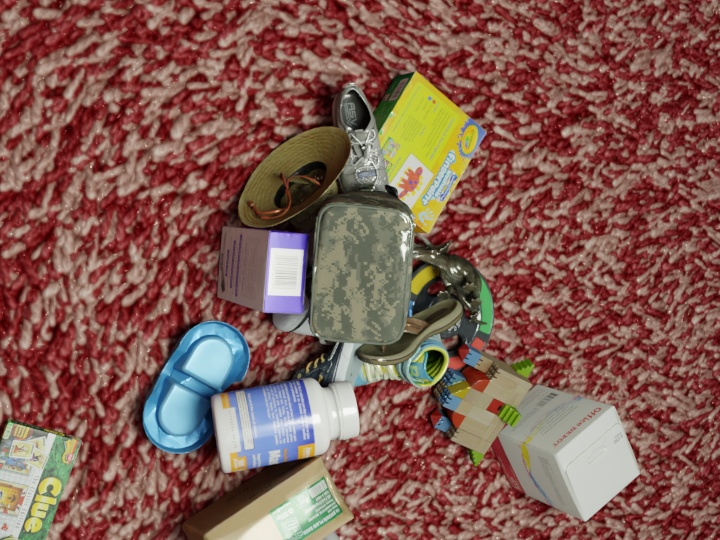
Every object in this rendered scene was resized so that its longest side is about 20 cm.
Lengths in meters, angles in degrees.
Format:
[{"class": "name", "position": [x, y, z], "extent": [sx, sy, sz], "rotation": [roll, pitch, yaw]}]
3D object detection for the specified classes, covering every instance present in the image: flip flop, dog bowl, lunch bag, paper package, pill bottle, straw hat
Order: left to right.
[{"class": "dog bowl", "position": [-0.245, 0.167, 1.268], "extent": [0.111, 0.050, 0.201], "rotation": [33, 78, -25]}, {"class": "paper package", "position": [-0.138, 0.363, 1.252], "extent": [0.199, 0.191, 0.104], "rotation": [-29, 91, -23]}, {"class": "pill bottle", "position": [-0.107, 0.214, 1.229], "extent": [0.199, 0.112, 0.113], "rotation": [-8, 97, -12]}, {"class": "straw hat", "position": [-0.079, -0.111, 1.273], "extent": [0.201, 0.201, 0.085], "rotation": [-50, 128, -16]}, {"class": "lunch bag", "position": [0.004, -0.013, 1.197], "extent": [0.138, 0.168, 0.201], "rotation": [3, 102, -1]}, {"class": "flip flop", "position": [0.074, 0.084, 1.314], "extent": [0.199, 0.081, 0.058], "rotation": [-29, 117, -27]}]

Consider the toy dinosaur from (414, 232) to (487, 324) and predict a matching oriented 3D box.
[{"class": "toy dinosaur", "position": [0.169, 0.016, 1.416], "extent": [0.200, 0.077, 0.103], "rotation": [37, 37, -32]}]

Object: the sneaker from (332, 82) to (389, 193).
[{"class": "sneaker", "position": [-0.005, -0.181, 1.282], "extent": [0.074, 0.082, 0.201], "rotation": [-15, 81, -5]}]

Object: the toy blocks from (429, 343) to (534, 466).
[{"class": "toy blocks", "position": [0.189, 0.217, 1.465], "extent": [0.136, 0.100, 0.201], "rotation": [26, 103, -23]}]

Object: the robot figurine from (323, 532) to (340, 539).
[{"class": "robot figurine", "position": [-0.103, 0.471, 1.308], "extent": [0.113, 0.170, 0.200], "rotation": [45, 41, 21]}]

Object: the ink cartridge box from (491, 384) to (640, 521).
[{"class": "ink cartridge box", "position": [0.347, 0.310, 1.499], "extent": [0.145, 0.200, 0.145], "rotation": [-33, 107, -21]}]

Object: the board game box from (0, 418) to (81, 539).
[{"class": "board game box", "position": [-0.465, 0.313, 1.180], "extent": [0.104, 0.023, 0.201], "rotation": [22, 84, -29]}]

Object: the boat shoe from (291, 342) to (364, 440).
[{"class": "boat shoe", "position": [-0.054, 0.153, 1.327], "extent": [0.071, 0.090, 0.201], "rotation": [3, 105, -69]}]

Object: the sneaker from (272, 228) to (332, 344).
[{"class": "sneaker", "position": [-0.056, 0.015, 1.345], "extent": [0.115, 0.075, 0.201], "rotation": [29, 73, -36]}]

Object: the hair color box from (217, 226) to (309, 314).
[{"class": "hair color box", "position": [-0.141, -0.004, 1.224], "extent": [0.065, 0.200, 0.110], "rotation": [4, 93, -29]}]

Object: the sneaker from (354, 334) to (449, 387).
[{"class": "sneaker", "position": [0.046, 0.147, 1.354], "extent": [0.199, 0.131, 0.080], "rotation": [-21, 110, -7]}]

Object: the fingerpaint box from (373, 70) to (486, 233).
[{"class": "fingerpaint box", "position": [0.084, -0.188, 1.400], "extent": [0.167, 0.073, 0.201], "rotation": [34, 80, -24]}]

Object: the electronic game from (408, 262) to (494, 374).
[{"class": "electronic game", "position": [0.143, 0.077, 1.467], "extent": [0.199, 0.042, 0.201], "rotation": [-2, 94, -28]}]
